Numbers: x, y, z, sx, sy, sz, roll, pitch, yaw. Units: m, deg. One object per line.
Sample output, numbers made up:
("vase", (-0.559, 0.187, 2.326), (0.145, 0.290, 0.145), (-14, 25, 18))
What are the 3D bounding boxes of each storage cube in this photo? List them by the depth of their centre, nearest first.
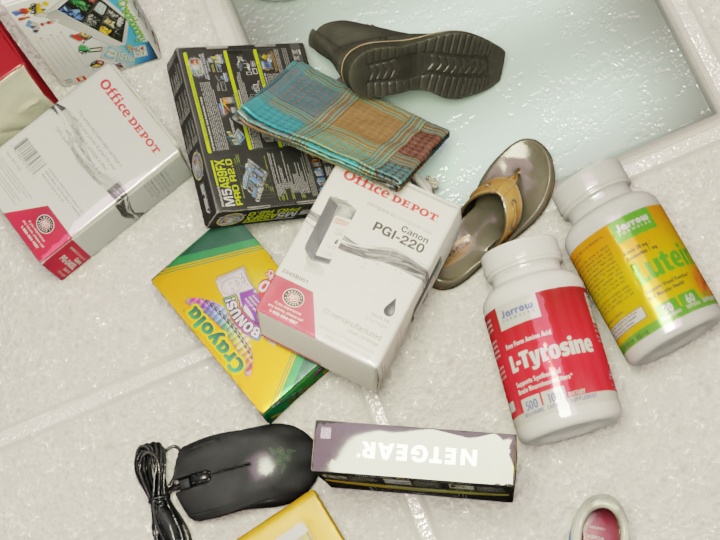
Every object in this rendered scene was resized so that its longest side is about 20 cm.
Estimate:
("storage cube", (-0.468, -0.214, 1.501), (0.199, 0.171, 0.180), (-37, 76, -5))

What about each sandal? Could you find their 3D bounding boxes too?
("sandal", (0.138, -0.064, 1.452), (0.200, 0.055, 0.082), (-43, 75, -6))

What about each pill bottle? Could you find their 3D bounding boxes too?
("pill bottle", (0.192, 0.071, 1.381), (0.111, 0.112, 0.202), (-15, 74, 2))
("pill bottle", (0.283, -0.012, 1.393), (0.110, 0.111, 0.201), (-26, 74, -1))

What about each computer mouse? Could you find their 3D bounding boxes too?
("computer mouse", (-0.140, 0.222, 1.407), (0.198, 0.053, 0.140), (-18, 73, 1))

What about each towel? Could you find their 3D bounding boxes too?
("towel", (-0.017, -0.158, 1.418), (0.199, 0.022, 0.147), (25, 38, 14))

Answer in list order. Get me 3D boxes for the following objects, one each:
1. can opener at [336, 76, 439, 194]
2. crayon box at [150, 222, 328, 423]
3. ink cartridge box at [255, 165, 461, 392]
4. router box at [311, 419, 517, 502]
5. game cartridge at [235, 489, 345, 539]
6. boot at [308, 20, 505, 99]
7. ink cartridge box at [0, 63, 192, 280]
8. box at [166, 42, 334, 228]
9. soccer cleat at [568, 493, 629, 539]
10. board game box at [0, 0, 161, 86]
("can opener", (0.026, -0.130, 1.484), (0.066, 0.053, 0.201), (-33, 74, -4))
("crayon box", (-0.120, 0.051, 1.448), (0.119, 0.058, 0.200), (-40, 74, -7))
("ink cartridge box", (0.000, 0.000, 1.384), (0.145, 0.085, 0.201), (25, 69, 10))
("router box", (0.058, 0.194, 1.339), (0.198, 0.157, 0.053), (4, 75, 7))
("game cartridge", (-0.086, 0.356, 1.376), (0.199, 0.032, 0.177), (-33, 74, -4))
("boot", (0.051, -0.254, 1.508), (0.198, 0.078, 0.138), (-2, 27, -27))
("ink cartridge box", (-0.310, -0.112, 1.500), (0.199, 0.083, 0.146), (-39, 74, -5))
("box", (-0.116, -0.153, 1.474), (0.159, 0.044, 0.202), (-8, 72, -27))
("soccer cleat", (0.227, 0.322, 1.322), (0.069, 0.086, 0.202), (6, 76, 8))
("board game box", (-0.309, -0.278, 1.485), (0.125, 0.200, 0.035), (-16, 71, 1))
